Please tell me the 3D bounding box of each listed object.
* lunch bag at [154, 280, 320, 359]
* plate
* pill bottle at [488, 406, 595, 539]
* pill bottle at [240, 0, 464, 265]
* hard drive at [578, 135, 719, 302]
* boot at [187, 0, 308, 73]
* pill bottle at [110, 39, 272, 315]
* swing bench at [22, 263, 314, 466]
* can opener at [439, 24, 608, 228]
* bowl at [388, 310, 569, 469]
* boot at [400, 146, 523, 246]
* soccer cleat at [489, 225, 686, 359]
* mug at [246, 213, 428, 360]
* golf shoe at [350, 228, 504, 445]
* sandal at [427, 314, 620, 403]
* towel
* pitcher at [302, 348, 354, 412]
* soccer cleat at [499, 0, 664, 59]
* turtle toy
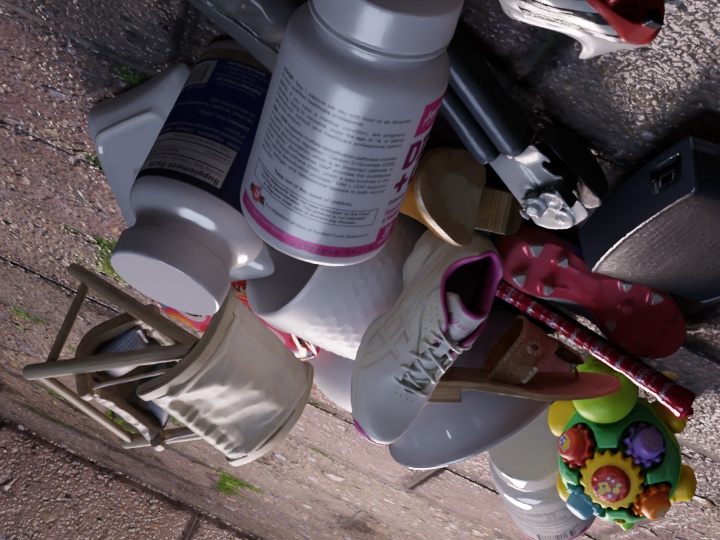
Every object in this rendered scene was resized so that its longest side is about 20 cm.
[{"bbox_3d":[-0.132,0.009,1.367,0.199,0.082,0.176,17,157,20],"label":"lunch bag"},{"bbox_3d":[-0.176,-0.072,1.227,0.199,0.032,0.201,-11,105,53],"label":"plate"},{"bbox_3d":[0.210,0.231,1.546,0.113,0.114,0.200,15,156,23],"label":"pill bottle"},{"bbox_3d":[-0.006,-0.111,0.898,0.113,0.114,0.201,23,129,3],"label":"pill bottle"},{"bbox_3d":[0.250,-0.030,0.986,0.134,0.043,0.200,15,160,-9],"label":"hard drive"},{"bbox_3d":[-0.072,-0.198,0.921,0.200,0.073,0.182,42,167,-24],"label":"boot"},{"bbox_3d":[-0.115,-0.073,1.076,0.115,0.201,0.116,21,159,8],"label":"pill bottle"},{"bbox_3d":[-0.179,0.100,1.315,0.199,0.130,0.199,8,157,28],"label":"swing bench"},{"bbox_3d":[0.102,-0.106,0.975,0.052,0.067,0.200,-11,131,49],"label":"can opener"},{"bbox_3d":[0.095,0.097,1.311,0.201,0.201,0.091,-8,118,54],"label":"bowl"},{"bbox_3d":[0.033,-0.065,1.054,0.143,0.071,0.201,14,-179,26],"label":"boot"},{"bbox_3d":[0.198,0.014,1.162,0.199,0.067,0.077,25,-164,-22],"label":"soccer cleat"},{"bbox_3d":[0.000,0.000,1.240,0.175,0.148,0.200,28,-170,-28],"label":"mug"},{"bbox_3d":[0.055,0.055,1.113,0.075,0.201,0.091,24,179,-26],"label":"golf shoe"},{"bbox_3d":[0.133,0.075,1.193,0.210,0.070,0.078,-2,-170,-9],"label":"sandal"},{"bbox_3d":[0.208,0.069,1.188,0.199,0.023,0.145,33,-176,16],"label":"towel"},{"bbox_3d":[0.004,0.092,1.483,0.199,0.122,0.171,19,-179,41],"label":"pitcher"},{"bbox_3d":[0.092,-0.187,0.779,0.199,0.069,0.085,29,155,-24],"label":"soccer cleat"},{"bbox_3d":[0.255,0.174,1.354,0.145,0.101,0.201,-5,107,21],"label":"turtle toy"}]
